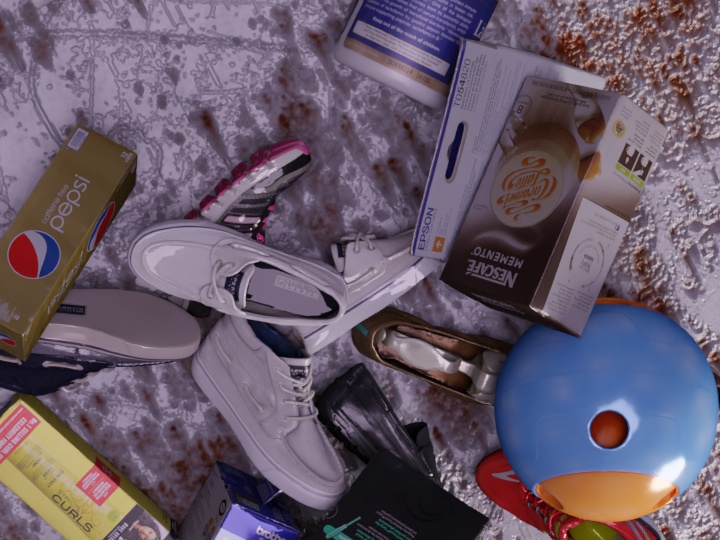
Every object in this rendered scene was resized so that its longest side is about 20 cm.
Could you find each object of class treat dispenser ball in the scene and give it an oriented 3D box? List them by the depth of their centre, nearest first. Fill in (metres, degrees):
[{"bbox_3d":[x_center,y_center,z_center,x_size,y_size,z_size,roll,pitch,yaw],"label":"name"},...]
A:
[{"bbox_3d":[0.220,0.125,1.687,0.200,0.201,0.201,-1,99,-7],"label":"treat dispenser ball"}]

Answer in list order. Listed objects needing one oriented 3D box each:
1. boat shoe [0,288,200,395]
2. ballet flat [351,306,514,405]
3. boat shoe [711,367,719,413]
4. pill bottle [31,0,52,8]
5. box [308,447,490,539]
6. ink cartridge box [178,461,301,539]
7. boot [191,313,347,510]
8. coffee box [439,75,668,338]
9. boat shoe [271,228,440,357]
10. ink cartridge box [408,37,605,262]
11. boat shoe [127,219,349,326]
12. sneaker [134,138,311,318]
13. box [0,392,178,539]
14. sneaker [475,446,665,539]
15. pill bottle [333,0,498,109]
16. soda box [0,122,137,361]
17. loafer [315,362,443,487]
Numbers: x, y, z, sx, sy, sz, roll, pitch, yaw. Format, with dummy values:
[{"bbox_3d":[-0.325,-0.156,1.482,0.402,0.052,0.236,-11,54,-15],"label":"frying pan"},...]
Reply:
[{"bbox_3d":[-0.247,0.070,1.700,0.199,0.075,0.093,10,130,-3],"label":"boat shoe"},{"bbox_3d":[0.087,0.086,1.753,0.200,0.072,0.068,22,97,-11],"label":"ballet flat"},{"bbox_3d":[0.276,0.173,1.792,0.200,0.072,0.072,-43,102,3],"label":"boat shoe"},{"bbox_3d":[-0.217,-0.314,1.627,0.200,0.109,0.109,-32,102,-1],"label":"pill bottle"},{"bbox_3d":[0.004,0.291,1.682,0.124,0.149,0.200,32,60,13],"label":"box"},{"bbox_3d":[-0.125,0.264,1.720,0.076,0.136,0.200,25,95,-14],"label":"ink cartridge box"},{"bbox_3d":[-0.069,0.116,1.689,0.200,0.073,0.096,46,126,17],"label":"boot"},{"bbox_3d":[0.168,-0.057,1.637,0.080,0.114,0.200,29,81,-44],"label":"coffee box"},{"bbox_3d":[0.000,0.000,1.732,0.200,0.071,0.070,-34,102,4],"label":"boat shoe"},{"bbox_3d":[0.123,-0.100,1.691,0.200,0.041,0.200,9,98,-44],"label":"ink cartridge box"},{"bbox_3d":[-0.106,0.004,1.645,0.199,0.065,0.074,9,103,-5],"label":"boat shoe"},{"bbox_3d":[-0.109,-0.033,1.708,0.200,0.074,0.087,-43,102,6],"label":"sneaker"},{"bbox_3d":[-0.263,0.202,1.736,0.075,0.050,0.200,-45,102,2],"label":"box"},{"bbox_3d":[0.193,0.225,1.756,0.200,0.085,0.077,27,107,19],"label":"sneaker"},{"bbox_3d":[0.067,-0.254,1.672,0.116,0.116,0.200,25,96,-11],"label":"pill bottle"},{"bbox_3d":[-0.270,-0.025,1.640,0.064,0.068,0.200,28,66,4],"label":"soda box"},{"bbox_3d":[0.042,0.173,1.763,0.070,0.068,0.201,-45,107,-13],"label":"loafer"}]
